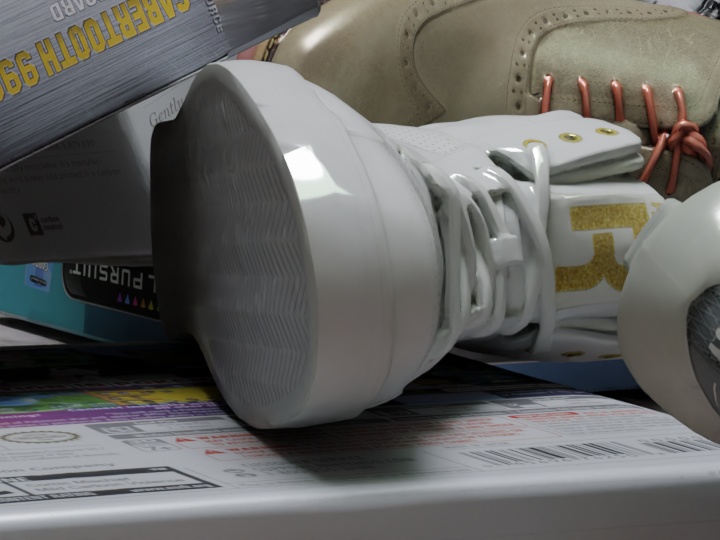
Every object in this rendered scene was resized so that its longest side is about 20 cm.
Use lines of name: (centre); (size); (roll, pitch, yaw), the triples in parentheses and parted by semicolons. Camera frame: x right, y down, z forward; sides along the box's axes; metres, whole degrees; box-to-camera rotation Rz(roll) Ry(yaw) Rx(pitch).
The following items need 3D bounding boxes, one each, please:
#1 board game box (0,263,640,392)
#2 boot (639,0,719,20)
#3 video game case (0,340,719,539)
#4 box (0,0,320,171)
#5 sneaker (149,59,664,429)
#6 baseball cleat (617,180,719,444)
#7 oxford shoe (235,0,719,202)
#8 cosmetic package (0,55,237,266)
board game box: (0.000, 0.000, 0.836); (0.150, 0.047, 0.200); (-2, 8, -34)
boot: (0.023, -0.101, 0.929); (0.162, 0.074, 0.199); (-8, 41, -15)
video game case: (-0.035, 0.039, 0.590); (0.199, 0.023, 0.182); (-2, 8, -30)
box: (-0.132, -0.035, 0.655); (0.199, 0.049, 0.158); (-12, 14, 45)
sneaker: (0.020, -0.010, 0.610); (0.115, 0.074, 0.200); (-2, 6, -10)
baseball cleat: (0.129, 0.039, 0.530); (0.199, 0.070, 0.107); (10, 29, -43)
oxford shoe: (0.057, -0.045, 0.750); (0.199, 0.071, 0.075); (-4, 15, -40)
cosmetic package: (-0.073, -0.114, 0.751); (0.081, 0.201, 0.113); (-1, 28, 42)
